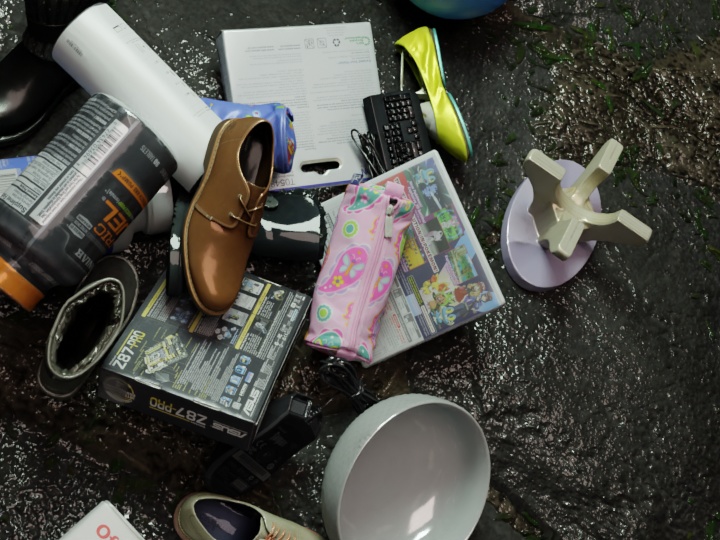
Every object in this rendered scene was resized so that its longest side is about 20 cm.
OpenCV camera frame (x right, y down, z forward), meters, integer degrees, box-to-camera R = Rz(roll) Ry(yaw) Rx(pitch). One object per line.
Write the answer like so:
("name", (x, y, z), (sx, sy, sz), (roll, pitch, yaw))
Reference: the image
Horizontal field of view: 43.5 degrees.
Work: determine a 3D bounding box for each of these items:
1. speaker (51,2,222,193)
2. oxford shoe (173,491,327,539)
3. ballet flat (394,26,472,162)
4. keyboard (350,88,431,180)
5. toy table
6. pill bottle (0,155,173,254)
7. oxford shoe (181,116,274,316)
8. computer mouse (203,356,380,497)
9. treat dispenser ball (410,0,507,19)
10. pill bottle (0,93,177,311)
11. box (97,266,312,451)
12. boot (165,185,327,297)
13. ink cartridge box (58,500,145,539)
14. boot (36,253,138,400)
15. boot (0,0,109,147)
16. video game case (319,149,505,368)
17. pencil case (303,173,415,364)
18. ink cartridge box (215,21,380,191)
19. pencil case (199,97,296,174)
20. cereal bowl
("speaker", (-0.219, -0.177, 0.938), (0.200, 0.081, 0.081), (45, 63, -6))
("oxford shoe", (-0.094, 0.282, 0.917), (0.198, 0.074, 0.071), (22, 65, -11))
("ballet flat", (0.089, -0.225, 1.181), (0.066, 0.067, 0.202), (-14, 72, -1))
("keyboard", (0.054, -0.121, 1.111), (0.103, 0.040, 0.202), (-15, 91, -23))
("toy table", (0.266, -0.077, 1.153), (0.182, 0.117, 0.202), (23, 66, -10))
("pill bottle", (-0.303, -0.068, 0.950), (0.198, 0.112, 0.113), (-10, 74, -23))
("oxford shoe", (-0.124, -0.056, 0.877), (0.071, 0.071, 0.202), (13, 82, -38))
("computer mouse", (-0.069, 0.175, 0.969), (0.200, 0.140, 0.046), (-41, 45, 4))
("treat dispenser ball", (0.131, -0.435, 1.187), (0.199, 0.201, 0.203), (6, 69, -17))
("pill bottle", (-0.272, -0.060, 0.846), (0.106, 0.106, 0.201), (38, 76, -3))
("box", (-0.153, 0.074, 0.927), (0.160, 0.049, 0.201), (21, 39, -1))
("boot", (-0.118, -0.037, 0.974), (0.166, 0.077, 0.201), (8, 32, -7))
("ink cartridge box", (-0.266, 0.335, 0.831), (0.145, 0.085, 0.200), (48, 64, 1))
("boot", (-0.259, 0.039, 0.876), (0.072, 0.200, 0.183), (21, 65, -9))
("boot", (-0.349, -0.242, 0.970), (0.079, 0.158, 0.212), (37, 63, -1))
("video game case", (0.047, -0.014, 1.058), (0.181, 0.023, 0.202), (-24, 78, 6))
("pencil case", (0.000, 0.000, 1.008), (0.087, 0.087, 0.202), (18, 86, -12))
("ink cartridge box", (-0.066, -0.198, 1.111), (0.198, 0.041, 0.202), (-8, 89, -22))
("pencil case", (-0.170, -0.157, 1.021), (0.198, 0.078, 0.088), (5, 82, 1))
("cereal bowl", (0.038, 0.223, 0.960), (0.199, 0.083, 0.202), (-8, 104, -34))
